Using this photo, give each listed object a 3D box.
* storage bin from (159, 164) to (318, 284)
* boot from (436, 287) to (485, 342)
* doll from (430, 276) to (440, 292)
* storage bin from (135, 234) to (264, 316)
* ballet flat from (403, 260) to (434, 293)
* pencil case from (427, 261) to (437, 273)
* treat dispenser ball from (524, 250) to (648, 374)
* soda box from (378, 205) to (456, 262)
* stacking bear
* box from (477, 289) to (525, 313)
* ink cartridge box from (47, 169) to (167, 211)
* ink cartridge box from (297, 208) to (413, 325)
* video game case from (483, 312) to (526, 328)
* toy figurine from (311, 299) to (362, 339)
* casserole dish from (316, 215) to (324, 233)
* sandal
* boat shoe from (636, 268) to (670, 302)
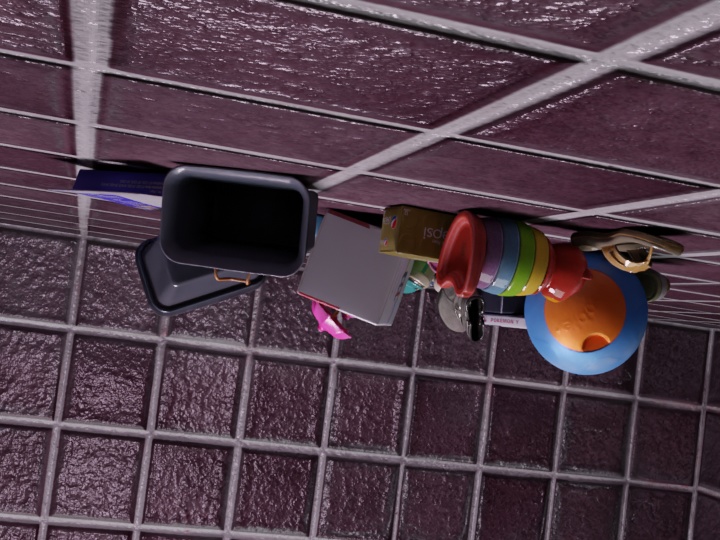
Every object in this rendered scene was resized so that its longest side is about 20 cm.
[{"bbox_3d":[-0.147,-0.060,1.396,0.196,0.148,0.134,7,-173,13],"label":"storage bin"},{"bbox_3d":[0.181,0.077,1.845,0.067,0.132,0.202,-16,140,-4],"label":"boot"},{"bbox_3d":[0.099,-0.005,2.027,0.198,0.049,0.136,23,170,35],"label":"doll"},{"bbox_3d":[-0.237,-0.031,1.620,0.197,0.148,0.134,-17,173,-21],"label":"storage bin"},{"bbox_3d":[0.091,0.003,1.919,0.068,0.071,0.200,8,176,-16],"label":"ballet flat"},{"bbox_3d":[0.173,-0.024,1.683,0.083,0.087,0.199,39,-169,25],"label":"pencil case"},{"bbox_3d":[0.366,0.067,1.713,0.197,0.205,0.201,7,177,0],"label":"treat dispenser ball"},{"bbox_3d":[0.129,-0.044,1.527,0.197,0.069,0.064,9,177,-23],"label":"soda box"},{"bbox_3d":[0.222,-0.010,1.455,0.197,0.116,0.121,11,-174,-17],"label":"stacking bear"},{"bbox_3d":[0.266,0.024,1.978,0.146,0.106,0.199,2,-179,-28],"label":"box"},{"bbox_3d":[-0.309,-0.116,1.511,0.196,0.044,0.199,5,178,34],"label":"ink cartridge box"},{"bbox_3d":[0.000,0.000,1.727,0.143,0.147,0.200,20,179,8],"label":"ink cartridge box"},{"bbox_3d":[0.329,0.090,1.961,0.197,0.023,0.181,-1,-179,-33],"label":"video game case"},{"bbox_3d":[-0.011,0.031,1.883,0.198,0.187,0.150,-3,155,37],"label":"toy figurine"},{"bbox_3d":[-0.133,-0.082,1.785,0.198,0.040,0.120,11,175,-37],"label":"casserole dish"},{"bbox_3d":[0.360,-0.024,1.429,0.079,0.055,0.199,10,177,-29],"label":"sandal"},{"bbox_3d":[0.439,0.018,1.823,0.198,0.076,0.068,17,-168,41],"label":"boat shoe"}]
